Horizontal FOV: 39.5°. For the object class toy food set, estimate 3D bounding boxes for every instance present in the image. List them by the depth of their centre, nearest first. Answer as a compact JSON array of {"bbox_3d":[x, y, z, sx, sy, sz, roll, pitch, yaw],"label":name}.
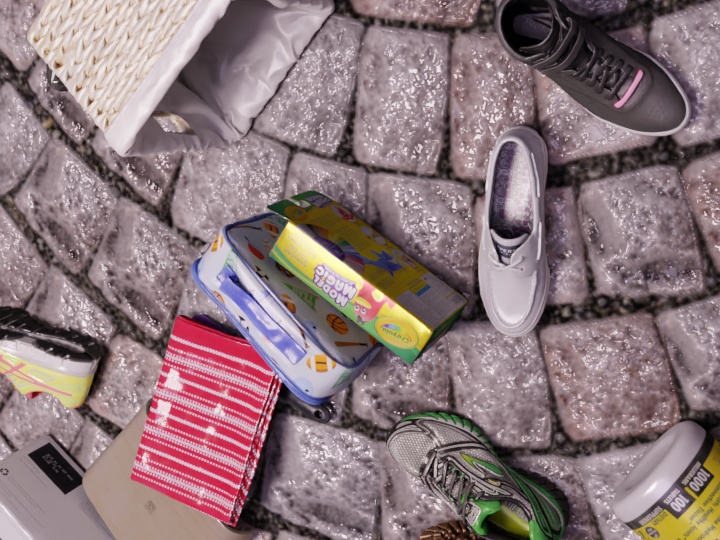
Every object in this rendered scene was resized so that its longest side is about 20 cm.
[{"bbox_3d":[-0.227,0.268,1.171,0.144,0.060,0.200,-45,74,25],"label":"toy food set"}]

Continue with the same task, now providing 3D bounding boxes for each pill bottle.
[{"bbox_3d":[0.335,0.239,0.892,0.200,0.112,0.113,41,114,9],"label":"pill bottle"}]

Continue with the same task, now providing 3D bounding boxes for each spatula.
[{"bbox_3d":[-0.116,0.113,1.102,0.199,0.021,0.057,28,104,13],"label":"spatula"}]

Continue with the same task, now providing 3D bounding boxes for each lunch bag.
[{"bbox_3d":[-0.072,0.032,0.989,0.200,0.160,0.076,46,114,6],"label":"lunch bag"}]

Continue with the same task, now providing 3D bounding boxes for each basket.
[{"bbox_3d":[-0.169,-0.233,0.953,0.161,0.198,0.200,46,115,12],"label":"basket"}]

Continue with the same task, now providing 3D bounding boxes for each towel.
[{"bbox_3d":[-0.169,0.162,1.094,0.144,0.022,0.201,20,97,20],"label":"towel"}]

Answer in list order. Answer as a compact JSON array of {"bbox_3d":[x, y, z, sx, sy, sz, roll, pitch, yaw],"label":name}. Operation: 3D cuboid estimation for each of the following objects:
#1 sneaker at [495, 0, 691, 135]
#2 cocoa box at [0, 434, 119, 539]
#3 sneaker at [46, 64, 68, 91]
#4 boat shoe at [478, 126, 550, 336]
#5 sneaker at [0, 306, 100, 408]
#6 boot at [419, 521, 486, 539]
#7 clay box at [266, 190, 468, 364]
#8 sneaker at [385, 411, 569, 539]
[{"bbox_3d":[0.193,-0.177,0.865,0.200,0.099,0.071,37,111,10],"label":"sneaker"},{"bbox_3d":[-0.378,0.328,1.198,0.200,0.133,0.131,44,115,9],"label":"cocoa box"},{"bbox_3d":[-0.295,-0.288,1.065,0.079,0.074,0.201,26,105,25],"label":"sneaker"},{"bbox_3d":[0.143,-0.031,0.935,0.072,0.068,0.201,12,106,20],"label":"boat shoe"},{"bbox_3d":[-0.404,0.108,1.193,0.199,0.078,0.091,20,116,20],"label":"sneaker"},{"bbox_3d":[0.150,0.325,1.014,0.199,0.075,0.108,14,112,18],"label":"boot"},{"bbox_3d":[0.000,0.000,0.977,0.200,0.115,0.048,37,114,12],"label":"clay box"},{"bbox_3d":[0.112,0.210,0.994,0.199,0.085,0.078,28,111,15],"label":"sneaker"}]
